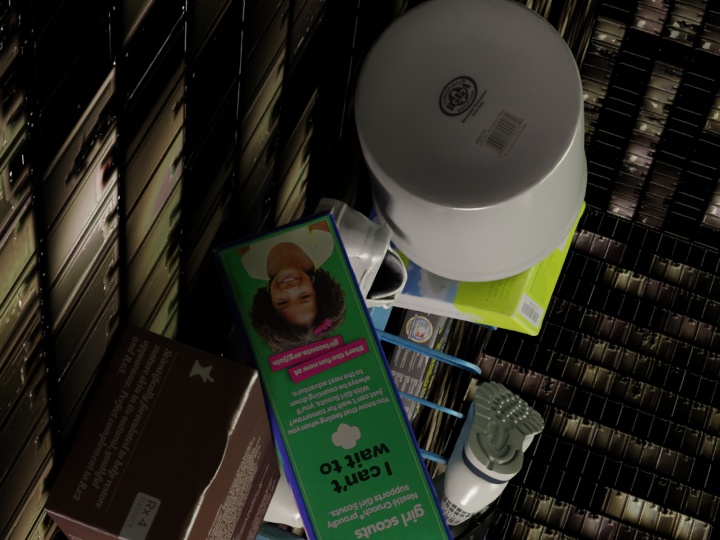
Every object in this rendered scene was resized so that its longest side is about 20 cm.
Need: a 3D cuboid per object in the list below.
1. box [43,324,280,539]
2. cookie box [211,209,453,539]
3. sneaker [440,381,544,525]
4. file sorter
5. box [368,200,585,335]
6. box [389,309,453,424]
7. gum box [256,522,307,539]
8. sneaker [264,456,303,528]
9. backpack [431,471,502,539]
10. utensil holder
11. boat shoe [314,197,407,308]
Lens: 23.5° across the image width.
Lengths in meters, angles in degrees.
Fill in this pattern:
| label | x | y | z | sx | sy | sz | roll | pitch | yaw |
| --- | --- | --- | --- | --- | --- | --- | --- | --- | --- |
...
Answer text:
| label | x | y | z | sx | sy | sz | roll | pitch | yaw |
| --- | --- | --- | --- | --- | --- | --- | --- | --- | --- |
| box | -0.095 | 0.112 | 0.886 | 0.200 | 0.075 | 0.100 | 93 | 19 | -69 |
| cookie box | -0.013 | 0.091 | 0.991 | 0.171 | 0.075 | 0.200 | 84 | -15 | -72 |
| sneaker | 0.119 | 0.172 | 1.657 | 0.081 | 0.076 | 0.200 | -61 | 172 | 23 |
| file sorter | 0.056 | 0.075 | 1.644 | 0.139 | 0.122 | 0.200 | 42 | 68 | -81 |
| box | 0.075 | -0.024 | 1.423 | 0.048 | 0.200 | 0.122 | 37 | 69 | -48 |
| box | 0.074 | 0.086 | 2.072 | 0.160 | 0.044 | 0.200 | -40 | 149 | -75 |
| gum box | -0.100 | 0.285 | 1.366 | 0.200 | 0.044 | 0.170 | 63 | 47 | -80 |
| sneaker | -0.028 | 0.124 | 1.273 | 0.200 | 0.099 | 0.075 | -63 | 167 | -52 |
| backpack | 0.051 | 0.347 | 2.116 | 0.200 | 0.147 | 0.183 | -19 | 130 | -53 |
| utensil holder | 0.082 | -0.095 | 1.265 | 0.200 | 0.170 | 0.170 | 62 | 47 | -75 |
| boat shoe | 0.000 | 0.000 | 1.269 | 0.200 | 0.068 | 0.072 | 88 | 23 | -69 |
